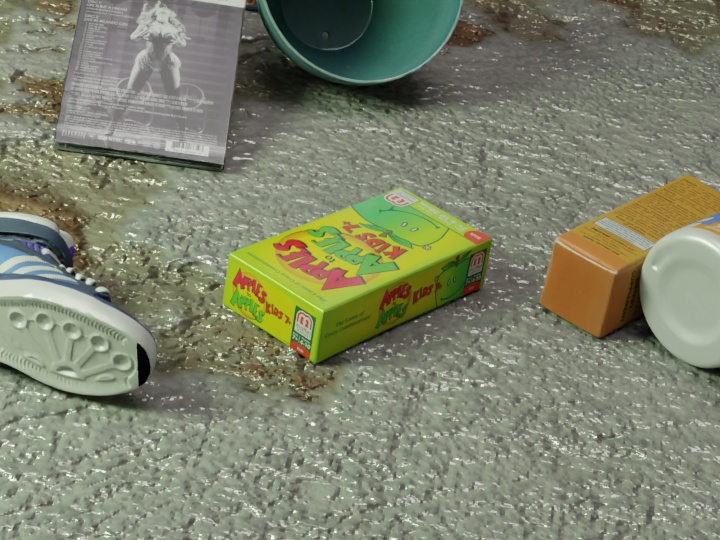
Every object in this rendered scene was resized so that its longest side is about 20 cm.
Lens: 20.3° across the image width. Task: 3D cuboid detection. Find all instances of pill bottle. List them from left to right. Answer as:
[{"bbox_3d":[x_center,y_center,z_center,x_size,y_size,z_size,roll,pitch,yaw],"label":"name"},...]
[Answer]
[{"bbox_3d":[0.324,-0.002,1.606,0.200,0.113,0.112,-21,42,-41],"label":"pill bottle"}]

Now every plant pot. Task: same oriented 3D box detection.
[{"bbox_3d":[-0.016,-0.268,1.914,0.199,0.201,0.135,0,-4,-17],"label":"plant pot"}]

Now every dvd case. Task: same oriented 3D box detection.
[{"bbox_3d":[-0.183,-0.179,1.771,0.148,0.016,0.201,7,55,-4],"label":"dvd case"}]

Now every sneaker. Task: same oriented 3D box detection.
[{"bbox_3d":[-0.217,0.010,1.448,0.199,0.081,0.147,12,33,14],"label":"sneaker"}]

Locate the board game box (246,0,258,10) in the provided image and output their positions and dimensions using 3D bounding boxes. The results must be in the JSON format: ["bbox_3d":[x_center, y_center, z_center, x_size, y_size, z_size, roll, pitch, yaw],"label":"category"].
[{"bbox_3d":[-0.098,-0.326,2.111,0.135,0.035,0.200,9,30,-1],"label":"board game box"}]

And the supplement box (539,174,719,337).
[{"bbox_3d":[0.234,-0.014,1.646,0.069,0.067,0.200,29,35,29],"label":"supplement box"}]

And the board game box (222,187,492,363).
[{"bbox_3d":[0.000,0.000,1.567,0.101,0.048,0.200,31,36,32],"label":"board game box"}]
